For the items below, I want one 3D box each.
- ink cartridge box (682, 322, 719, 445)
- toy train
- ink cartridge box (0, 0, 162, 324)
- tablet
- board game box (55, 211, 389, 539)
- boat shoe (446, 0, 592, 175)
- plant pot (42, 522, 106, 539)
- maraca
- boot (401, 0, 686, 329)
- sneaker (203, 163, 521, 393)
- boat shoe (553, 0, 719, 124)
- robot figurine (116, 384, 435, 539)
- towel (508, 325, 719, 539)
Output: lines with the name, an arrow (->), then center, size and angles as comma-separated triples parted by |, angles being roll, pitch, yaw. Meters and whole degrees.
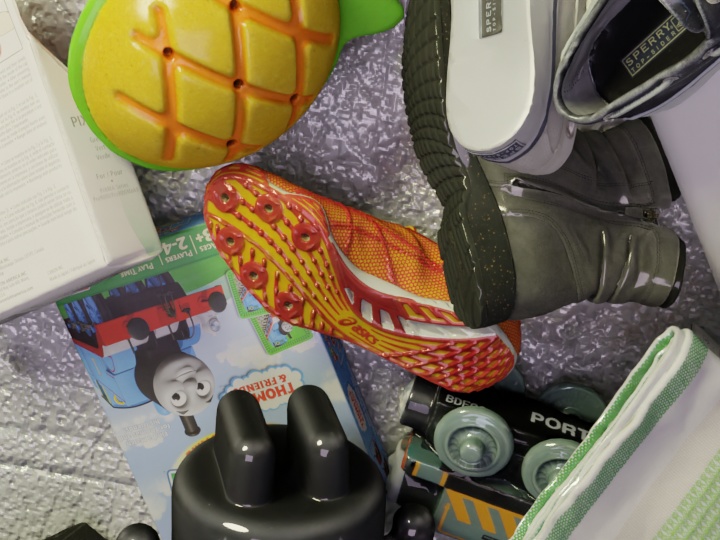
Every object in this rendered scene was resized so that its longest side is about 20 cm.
ink cartridge box -> 0.244, 0.128, 0.790 | 0.200, 0.119, 0.042 | 39, 116, -6
toy train -> 0.111, 0.127, 0.836 | 0.199, 0.085, 0.115 | 18, 121, 3
ink cartridge box -> -0.211, -0.076, 0.814 | 0.160, 0.050, 0.201 | -20, 87, 37
tablet -> 0.223, -0.027, 0.725 | 0.130, 0.014, 0.201 | 8, 140, 42
board game box -> -0.083, 0.066, 0.867 | 0.150, 0.037, 0.201 | -17, 107, 14
boat shoe -> 0.090, -0.145, 0.725 | 0.071, 0.070, 0.202 | -8, 71, 38
plant pot -> -0.212, 0.279, 0.892 | 0.199, 0.199, 0.178 | -27, 92, 17
maraca -> -0.062, -0.132, 0.755 | 0.199, 0.107, 0.137 | -36, 133, 0
boot -> 0.100, -0.069, 0.774 | 0.130, 0.068, 0.201 | -9, 84, -16
sneaker -> 0.000, 0.000, 0.805 | 0.199, 0.077, 0.073 | 31, 121, -11
boat shoe -> 0.152, -0.132, 0.622 | 0.072, 0.068, 0.200 | 58, 139, 11
robot figurine -> -0.047, 0.169, 0.812 | 0.149, 0.125, 0.201 | 13, 115, 22
towel -> 0.187, 0.145, 0.703 | 0.200, 0.031, 0.149 | 41, 80, -7
